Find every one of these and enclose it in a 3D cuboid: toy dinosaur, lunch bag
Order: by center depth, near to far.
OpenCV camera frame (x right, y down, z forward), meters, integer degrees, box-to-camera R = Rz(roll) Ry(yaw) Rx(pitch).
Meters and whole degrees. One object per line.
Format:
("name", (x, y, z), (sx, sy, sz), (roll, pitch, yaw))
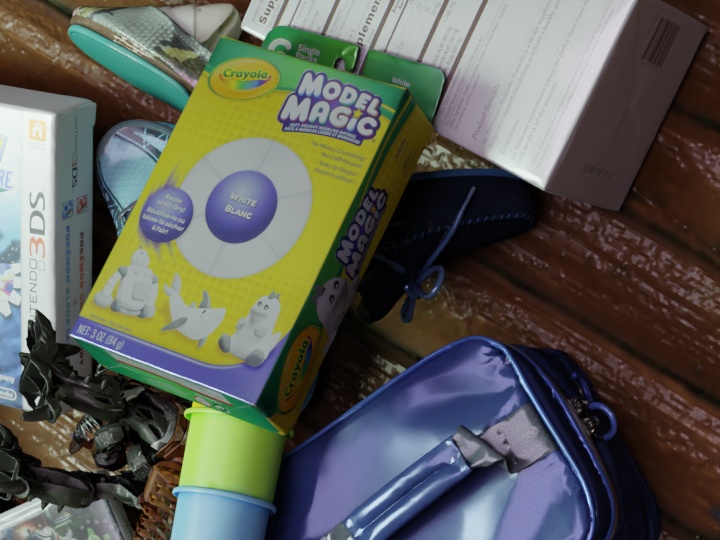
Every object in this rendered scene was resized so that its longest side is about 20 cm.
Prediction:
("lunch bag", (0.051, 0.123, 1.134), (0.200, 0.132, 0.136), (-37, 71, 19))
("toy dinosaur", (-0.122, 0.087, 1.188), (0.135, 0.200, 0.103), (16, 92, -16))

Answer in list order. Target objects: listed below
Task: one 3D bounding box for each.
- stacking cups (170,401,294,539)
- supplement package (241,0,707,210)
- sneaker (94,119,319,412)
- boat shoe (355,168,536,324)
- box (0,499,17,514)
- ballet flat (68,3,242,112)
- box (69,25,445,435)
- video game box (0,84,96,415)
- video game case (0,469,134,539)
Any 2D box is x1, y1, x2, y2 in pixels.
("stacking cups", (-0.067, 0.134, 1.105), (0.060, 0.060, 0.202), (2, 77, 25))
("supplement package", (0.059, -0.128, 1.162), (0.199, 0.114, 0.110), (30, 99, 25))
("sneaker", (-0.094, -0.008, 1.234), (0.079, 0.095, 0.201), (-39, 71, 16))
("boat shoe", (0.000, 0.000, 1.179), (0.198, 0.084, 0.069), (-15, 69, 0))
("box", (-0.327, 0.162, 1.333), (0.193, 0.048, 0.200), (41, 103, 3))
("ballet flat", (-0.073, -0.107, 1.257), (0.199, 0.069, 0.071), (36, 82, 20))
("box", (-0.046, -0.031, 1.094), (0.117, 0.048, 0.201), (17, 72, 28))
("video game box", (-0.248, -0.022, 1.310), (0.199, 0.047, 0.184), (10, 106, 26))
("video game case", (-0.197, 0.235, 1.273), (0.199, 0.023, 0.183), (-24, 87, 14))
